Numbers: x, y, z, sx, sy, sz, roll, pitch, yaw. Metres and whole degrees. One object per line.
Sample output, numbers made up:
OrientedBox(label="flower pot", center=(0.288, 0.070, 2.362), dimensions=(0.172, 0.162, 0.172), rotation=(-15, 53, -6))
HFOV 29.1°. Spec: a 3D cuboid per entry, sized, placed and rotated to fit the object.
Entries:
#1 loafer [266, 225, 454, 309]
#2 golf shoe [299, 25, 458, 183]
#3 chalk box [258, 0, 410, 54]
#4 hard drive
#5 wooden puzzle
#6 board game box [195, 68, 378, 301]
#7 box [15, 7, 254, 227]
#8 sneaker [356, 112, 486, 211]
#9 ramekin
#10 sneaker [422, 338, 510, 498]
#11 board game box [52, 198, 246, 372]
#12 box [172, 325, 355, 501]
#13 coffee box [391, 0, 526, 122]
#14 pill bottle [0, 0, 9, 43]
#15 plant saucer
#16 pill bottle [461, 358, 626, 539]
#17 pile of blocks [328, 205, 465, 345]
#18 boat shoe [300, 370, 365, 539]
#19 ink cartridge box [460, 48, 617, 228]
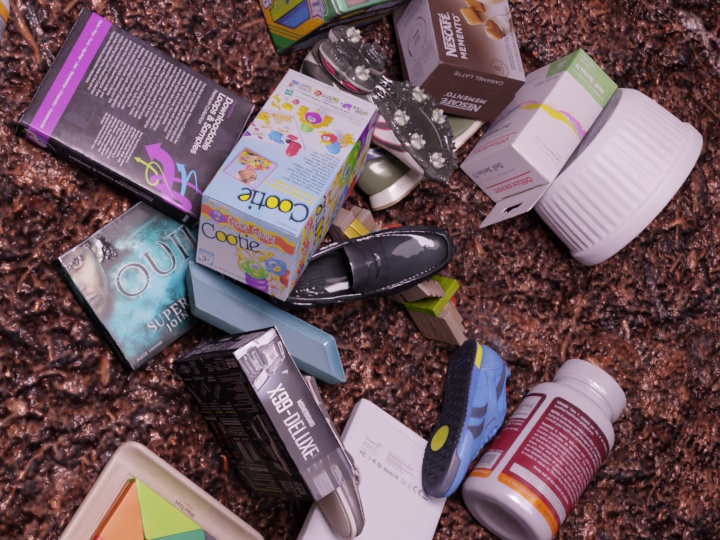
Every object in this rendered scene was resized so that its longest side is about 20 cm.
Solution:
OrientedBox(label="loafer", center=(0.000, 0.000, 1.421), dimensions=(0.199, 0.070, 0.069), rotation=(-14, 93, 2))
OrientedBox(label="golf shoe", center=(0.021, -0.166, 1.466), dimensions=(0.200, 0.088, 0.077), rotation=(47, 47, -7))
OrientedBox(label="chalk box", center=(-0.017, -0.323, 1.447), dimensions=(0.124, 0.200, 0.125), rotation=(-21, 92, -29))
OrientedBox(label="hard drive", center=(0.018, 0.246, 1.433), dimensions=(0.132, 0.027, 0.201), rotation=(36, 47, -12))
OrientedBox(label="wooden puzzle", center=(-0.207, 0.296, 1.342), dimensions=(0.185, 0.037, 0.201), rotation=(40, 66, -17))
OrientedBox(label="board game box", center=(-0.073, -0.087, 1.389), dimensions=(0.104, 0.103, 0.200), rotation=(24, 51, 8))
OrientedBox(label="box", center=(-0.222, -0.151, 1.388), dimensions=(0.199, 0.036, 0.144), rotation=(29, 67, -11))
OrientedBox(label="sneaker", center=(0.061, -0.160, 1.537), dimensions=(0.200, 0.067, 0.090), rotation=(-43, 108, -23))
OrientedBox(label="ramekin", center=(0.282, -0.114, 1.582), dimensions=(0.105, 0.200, 0.201), rotation=(40, 66, -7))
OrientedBox(label="sneaker", center=(0.123, 0.167, 1.496), dimensions=(0.078, 0.066, 0.201), rotation=(37, 47, -19))
OrientedBox(label="board game box", center=(-0.193, -0.010, 1.402), dimensions=(0.200, 0.028, 0.136), rotation=(-39, 101, -28))
OrientedBox(label="box", center=(-0.097, 0.139, 1.332), dimensions=(0.050, 0.200, 0.158), rotation=(-32, 97, -24))
OrientedBox(label="coffee box", center=(0.101, -0.275, 1.536), dimensions=(0.114, 0.080, 0.201), rotation=(8, 57, -26))
OrientedBox(label="pill bottle", center=(-0.400, -0.174, 1.269), dimensions=(0.116, 0.116, 0.201), rotation=(19, 75, -24))
OrientedBox(label="plant saucer", center=(-0.097, 0.058, 1.409), dimensions=(0.199, 0.019, 0.070), rotation=(31, 27, -35))
OrientedBox(label="pill bottle", center=(0.208, 0.200, 1.535), dimensions=(0.113, 0.113, 0.200), rotation=(46, 65, -14))
OrientedBox(label="pile of blocks", center=(0.052, -0.008, 1.502), dimensions=(0.200, 0.082, 0.062), rotation=(45, 65, -14))
OrientedBox(label="boat shoe", center=(-0.034, 0.176, 1.391), dimensions=(0.057, 0.067, 0.200), rotation=(-16, 54, -25))
OrientedBox(label="ink cartridge box", center=(0.192, -0.149, 1.578), dimensions=(0.067, 0.117, 0.200), rotation=(43, 65, -14))
